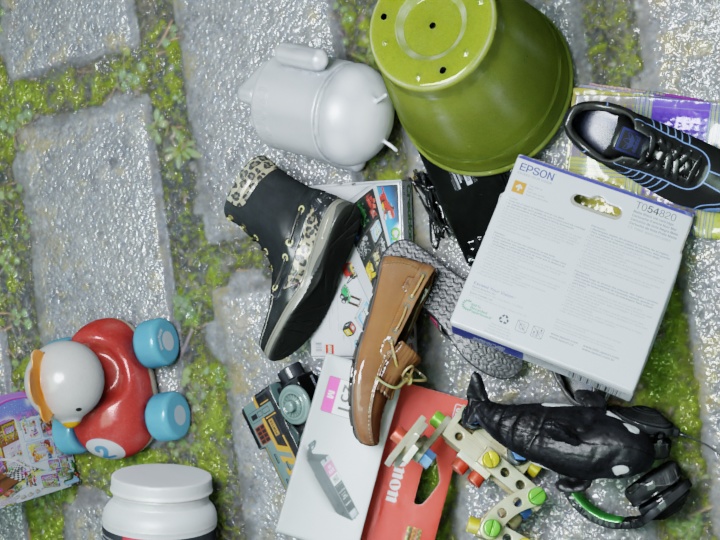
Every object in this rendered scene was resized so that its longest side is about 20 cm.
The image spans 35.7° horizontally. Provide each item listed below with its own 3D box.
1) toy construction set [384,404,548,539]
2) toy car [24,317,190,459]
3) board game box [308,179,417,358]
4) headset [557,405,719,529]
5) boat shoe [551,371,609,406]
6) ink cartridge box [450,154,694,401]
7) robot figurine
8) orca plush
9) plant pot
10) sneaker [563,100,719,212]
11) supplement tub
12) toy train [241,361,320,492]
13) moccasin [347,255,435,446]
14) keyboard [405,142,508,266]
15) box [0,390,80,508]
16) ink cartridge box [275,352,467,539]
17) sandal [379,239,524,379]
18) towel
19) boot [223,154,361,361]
[{"bbox_3d":[0.120,0.220,1.198,0.200,0.092,0.131,41,78,-4],"label":"toy construction set"},{"bbox_3d":[-0.342,0.151,1.366,0.182,0.199,0.179,-11,87,24],"label":"toy car"},{"bbox_3d":[0.000,0.000,1.295,0.125,0.035,0.203,-1,91,26],"label":"board game box"},{"bbox_3d":[0.293,0.196,1.134,0.198,0.094,0.125,-17,85,25],"label":"headset"},{"bbox_3d":[0.210,0.052,1.184,0.069,0.066,0.203,-18,84,24],"label":"boat shoe"},{"bbox_3d":[0.216,0.004,1.143,0.198,0.041,0.202,21,74,14],"label":"ink cartridge box"},{"bbox_3d":[-0.043,-0.182,1.258,0.198,0.170,0.113,17,59,35],"label":"robot figurine"},{"bbox_3d":[0.192,0.149,1.111,0.199,0.071,0.106,29,77,27],"label":"orca plush"},{"bbox_3d":[0.099,-0.217,1.140,0.198,0.193,0.203,-4,80,22],"label":"plant pot"},{"bbox_3d":[0.291,-0.113,1.112,0.198,0.078,0.071,25,101,22],"label":"sneaker"},{"bbox_3d":[-0.245,0.349,1.360,0.139,0.140,0.203,4,93,24],"label":"supplement tub"},{"bbox_3d":[-0.057,0.210,1.307,0.114,0.085,0.202,-34,80,34],"label":"toy train"},{"bbox_3d":[0.036,0.088,1.192,0.077,0.074,0.204,13,75,11],"label":"moccasin"},{"bbox_3d":[0.107,-0.100,1.245,0.103,0.040,0.202,-25,70,10],"label":"keyboard"},{"bbox_3d":[-0.450,0.228,1.417,0.039,0.199,0.139,-19,83,26],"label":"box"},{"bbox_3d":[0.016,0.212,1.226,0.171,0.044,0.202,16,79,2],"label":"ink cartridge box"},{"bbox_3d":[0.106,0.040,1.238,0.200,0.045,0.075,41,86,15],"label":"sandal"},{"bbox_3d":[0.306,-0.112,1.160,0.198,0.023,0.146,12,96,24],"label":"towel"},{"bbox_3d":[-0.098,-0.017,1.290,0.153,0.073,0.205,33,107,28],"label":"boot"}]
